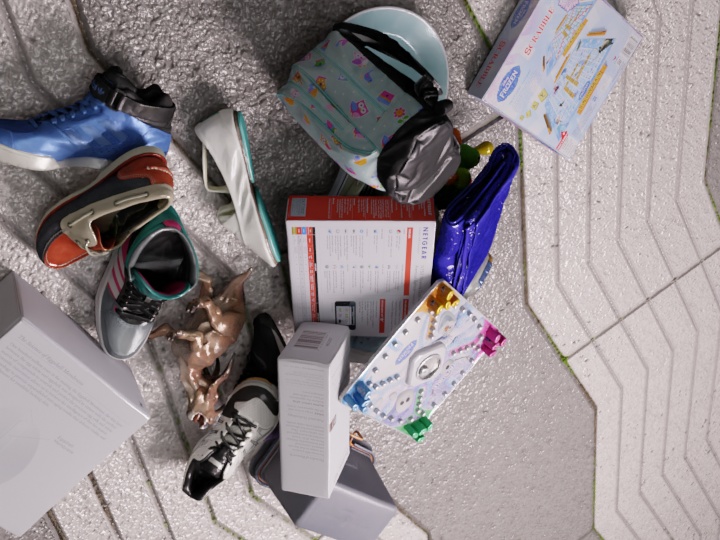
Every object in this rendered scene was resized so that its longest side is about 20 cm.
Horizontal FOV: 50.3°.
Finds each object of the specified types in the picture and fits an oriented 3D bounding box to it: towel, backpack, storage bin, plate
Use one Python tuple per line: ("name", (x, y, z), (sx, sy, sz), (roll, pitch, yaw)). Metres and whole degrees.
("towel", (0.146, -0.048, 0.973), (0.148, 0.049, 0.201), (-49, 162, -25))
("backpack", (0.007, -0.171, 0.838), (0.127, 0.200, 0.167), (-43, 162, -7))
("storage bin", (-0.038, 0.314, 1.131), (0.199, 0.134, 0.146), (33, 96, -38))
("plate", (0.021, -0.226, 0.954), (0.199, 0.026, 0.202), (-12, 119, -23))

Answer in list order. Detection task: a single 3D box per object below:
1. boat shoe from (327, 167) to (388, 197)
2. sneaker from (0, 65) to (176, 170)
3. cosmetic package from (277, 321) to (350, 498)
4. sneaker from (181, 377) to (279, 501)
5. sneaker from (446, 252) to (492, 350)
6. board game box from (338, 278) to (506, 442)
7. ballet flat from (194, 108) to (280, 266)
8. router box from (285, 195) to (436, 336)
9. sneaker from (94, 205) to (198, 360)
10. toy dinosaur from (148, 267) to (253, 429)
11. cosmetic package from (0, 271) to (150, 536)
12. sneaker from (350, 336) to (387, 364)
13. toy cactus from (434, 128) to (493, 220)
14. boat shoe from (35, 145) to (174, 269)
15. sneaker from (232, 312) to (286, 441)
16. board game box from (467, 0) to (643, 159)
("boat shoe", (-0.006, -0.080, 0.972), (0.071, 0.062, 0.201), (-3, 129, -26))
("sneaker", (-0.285, -0.161, 0.780), (0.199, 0.077, 0.112), (4, 118, -35))
("cosmetic package", (-0.057, 0.179, 0.988), (0.073, 0.102, 0.202), (6, 115, 14))
("sneaker", (-0.168, 0.228, 1.003), (0.075, 0.088, 0.201), (32, 117, -6))
("sneaker", (0.108, 0.040, 1.089), (0.088, 0.075, 0.201), (32, 68, -10))
("board game box", (0.091, 0.129, 1.013), (0.200, 0.026, 0.200), (-50, 140, 2))
("ballet flat", (-0.148, -0.092, 0.911), (0.069, 0.069, 0.202), (-23, 119, -17))
("router box", (0.000, 0.000, 0.970), (0.178, 0.049, 0.201), (1, 132, 0))
("sneaker", (-0.239, 0.023, 0.863), (0.083, 0.121, 0.202), (9, 102, -32))
("toy dinosaur", (-0.185, 0.082, 0.962), (0.135, 0.086, 0.201), (37, 89, -37))
("cosmetic package", (-0.384, 0.149, 0.857), (0.200, 0.123, 0.200), (-41, 127, -3))
("sneaker", (0.025, 0.083, 1.091), (0.199, 0.074, 0.083), (7, 109, -44))
("toy cactus", (0.095, -0.106, 1.022), (0.199, 0.102, 0.165), (-17, 151, -51))
("boat shoe", (-0.272, -0.052, 0.811), (0.199, 0.063, 0.071), (-33, 156, 23))
("sneaker", (-0.134, 0.154, 1.035), (0.087, 0.076, 0.202), (-17, 122, -15))
("board game box", (0.271, -0.285, 1.054), (0.199, 0.041, 0.201), (23, 102, -36))
